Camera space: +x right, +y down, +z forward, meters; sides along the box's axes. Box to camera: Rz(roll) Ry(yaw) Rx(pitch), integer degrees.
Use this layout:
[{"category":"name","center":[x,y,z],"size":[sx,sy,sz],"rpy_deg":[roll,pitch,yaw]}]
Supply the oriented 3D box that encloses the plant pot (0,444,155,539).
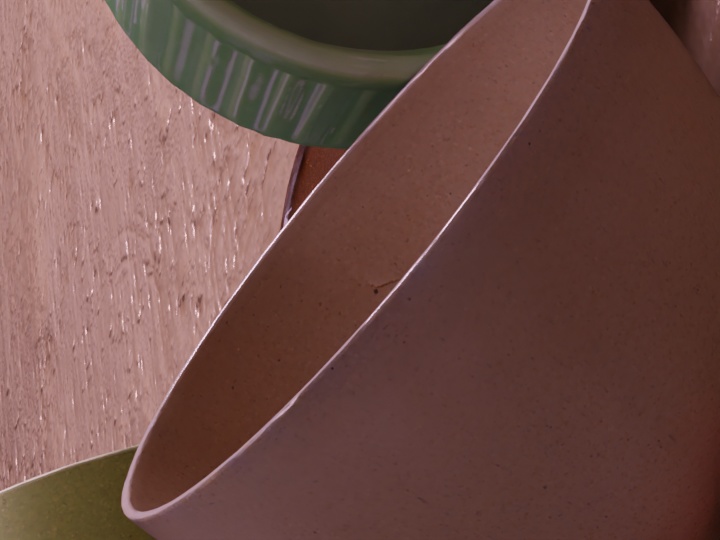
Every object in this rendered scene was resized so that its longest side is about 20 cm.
[{"category":"plant pot","center":[-0.084,0.196,1.077],"size":[0.187,0.186,0.201],"rpy_deg":[-50,55,60]}]

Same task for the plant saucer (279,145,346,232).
[{"category":"plant saucer","center":[0.000,0.000,1.063],"size":[0.200,0.032,0.201],"rpy_deg":[-175,90,-72]}]

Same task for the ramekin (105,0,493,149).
[{"category":"ramekin","center":[-0.002,-0.139,0.850],"size":[0.098,0.199,0.201],"rpy_deg":[121,149,-69]}]

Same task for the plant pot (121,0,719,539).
[{"category":"plant pot","center":[0.047,0.030,0.701],"size":[0.200,0.134,0.200],"rpy_deg":[-47,11,12]}]
